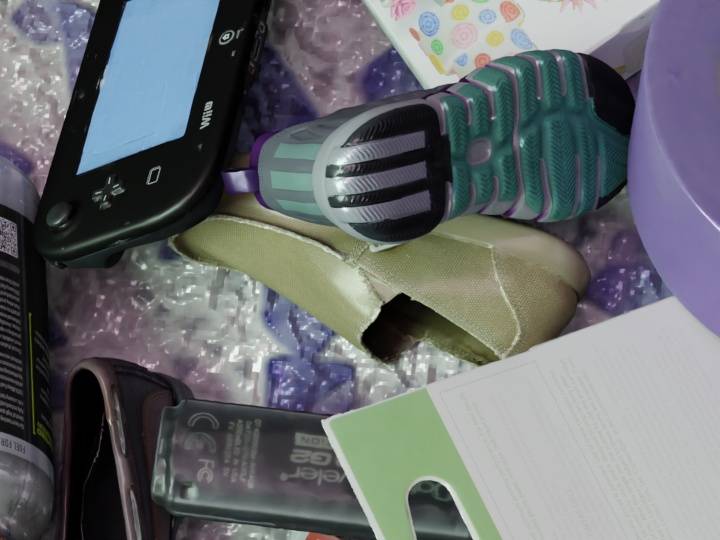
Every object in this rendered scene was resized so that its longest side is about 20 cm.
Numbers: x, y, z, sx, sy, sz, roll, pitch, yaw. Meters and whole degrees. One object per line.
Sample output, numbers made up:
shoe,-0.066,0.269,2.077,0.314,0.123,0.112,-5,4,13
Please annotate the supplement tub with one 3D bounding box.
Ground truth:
supplement tub,-0.197,0.054,1.251,0.122,0.123,0.201,-10,62,8

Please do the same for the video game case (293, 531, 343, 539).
video game case,0.022,0.216,1.216,0.199,0.017,0.143,29,80,19

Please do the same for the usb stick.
usb stick,0.010,0.091,1.230,0.199,0.033,0.056,7,67,0

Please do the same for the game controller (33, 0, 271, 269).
game controller,-0.089,-0.087,1.287,0.104,0.042,0.201,-26,39,37

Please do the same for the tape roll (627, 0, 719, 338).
tape roll,0.215,-0.058,1.208,0.199,0.085,0.201,0,62,-1

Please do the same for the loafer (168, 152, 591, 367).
loafer,0.000,0.000,1.263,0.199,0.076,0.068,11,68,16

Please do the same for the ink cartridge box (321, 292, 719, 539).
ink cartridge box,0.097,0.100,1.183,0.199,0.048,0.146,-19,67,-20

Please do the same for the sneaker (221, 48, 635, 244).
sneaker,0.034,-0.057,1.220,0.087,0.199,0.075,6,100,43

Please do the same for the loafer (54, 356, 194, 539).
loafer,-0.114,0.135,1.241,0.072,0.063,0.201,-10,66,31

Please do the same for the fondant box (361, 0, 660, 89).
fondant box,0.059,-0.167,1.317,0.144,0.058,0.200,-34,67,-1
